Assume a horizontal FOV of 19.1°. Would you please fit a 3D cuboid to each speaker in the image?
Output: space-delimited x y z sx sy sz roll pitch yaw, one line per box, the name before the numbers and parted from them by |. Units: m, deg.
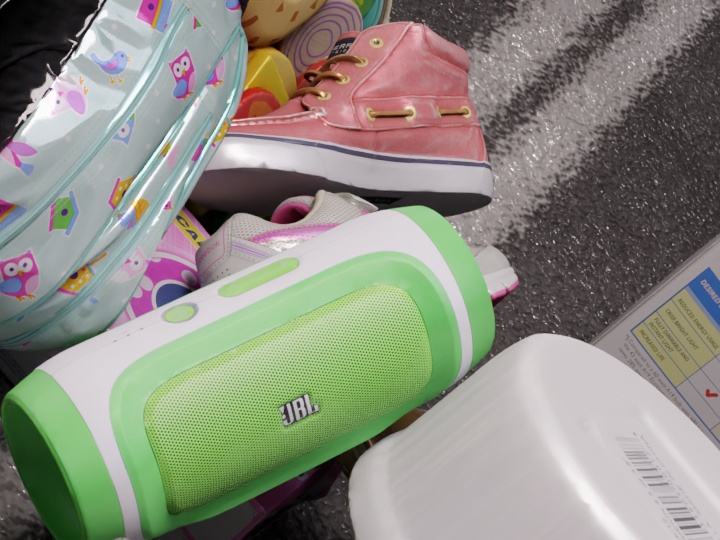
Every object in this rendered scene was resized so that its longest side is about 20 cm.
speaker | -0.045 0.044 0.896 0.200 0.088 0.089 -25 72 -23

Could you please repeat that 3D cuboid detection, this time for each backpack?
backpack | -0.134 -0.069 0.907 0.127 0.167 0.200 41 60 -30

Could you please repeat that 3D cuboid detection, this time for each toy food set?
toy food set | -0.055 -0.104 1.133 0.049 0.200 0.198 27 -20 25

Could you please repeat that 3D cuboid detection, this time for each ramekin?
ramekin | 0.100 0.121 0.901 0.200 0.098 0.201 39 20 -18

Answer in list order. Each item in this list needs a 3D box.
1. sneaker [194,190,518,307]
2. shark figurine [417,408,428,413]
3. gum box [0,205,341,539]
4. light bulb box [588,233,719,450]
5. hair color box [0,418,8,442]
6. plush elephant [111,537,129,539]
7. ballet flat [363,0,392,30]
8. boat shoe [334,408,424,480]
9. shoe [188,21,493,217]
sneaker | 0.000 0.000 1.043 0.200 0.081 0.088 -4 60 -51
shark figurine | 0.012 0.005 1.183 0.128 0.090 0.215 31 33 -22
gum box | -0.095 0.044 1.027 0.200 0.066 0.113 49 32 3
light bulb box | 0.230 0.089 1.241 0.198 0.200 0.125 51 32 5
hair color box | -0.248 0.023 0.874 0.200 0.061 0.099 49 32 4
plush elephant | -0.028 0.194 0.846 0.154 0.165 0.201 -8 71 -7
ballet flat | -0.013 -0.141 1.253 0.067 0.201 0.062 0 29 1
boat shoe | 0.039 0.142 1.045 0.200 0.066 0.074 52 28 -26
shoe | -0.016 -0.080 1.105 0.200 0.071 0.091 2 75 -40
